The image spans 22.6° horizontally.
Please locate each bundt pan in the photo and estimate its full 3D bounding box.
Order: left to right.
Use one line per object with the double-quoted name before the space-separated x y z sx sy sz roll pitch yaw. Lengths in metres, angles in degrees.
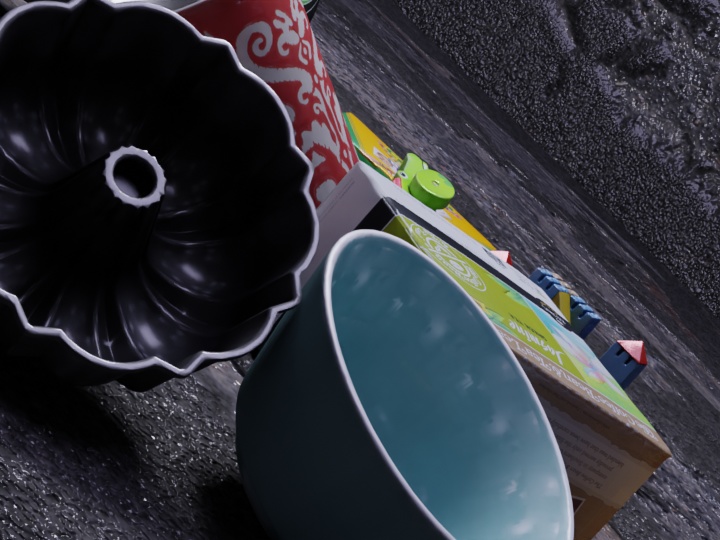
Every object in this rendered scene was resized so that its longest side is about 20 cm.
"bundt pan" -0.124 -0.031 0.887 0.200 0.076 0.204 13 62 -24

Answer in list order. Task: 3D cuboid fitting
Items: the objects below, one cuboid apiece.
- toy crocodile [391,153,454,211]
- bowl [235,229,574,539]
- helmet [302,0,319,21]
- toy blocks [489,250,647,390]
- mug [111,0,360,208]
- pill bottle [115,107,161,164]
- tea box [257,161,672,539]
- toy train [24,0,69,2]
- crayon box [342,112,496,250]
"toy crocodile" 0.041 -0.030 1.523 0.061 0.068 0.201 20 38 -19
"bowl" 0.011 0.092 0.926 0.201 0.105 0.202 42 27 -28
"helmet" -0.129 -0.273 1.608 0.200 0.200 0.191 41 46 -3
"toy blocks" 0.121 0.060 1.367 0.200 0.137 0.100 46 13 21
"mug" -0.096 -0.107 1.243 0.134 0.176 0.201 -114 179 -63
"pill bottle" -0.122 -0.054 1.064 0.113 0.113 0.200 44 13 10
"tea box" 0.056 0.069 1.142 0.199 0.134 0.197 32 16 -39
"toy train" -0.246 -0.232 1.315 0.199 0.086 0.114 33 4 -28
"crayon box" 0.030 -0.060 1.673 0.200 0.058 0.119 43 13 6
